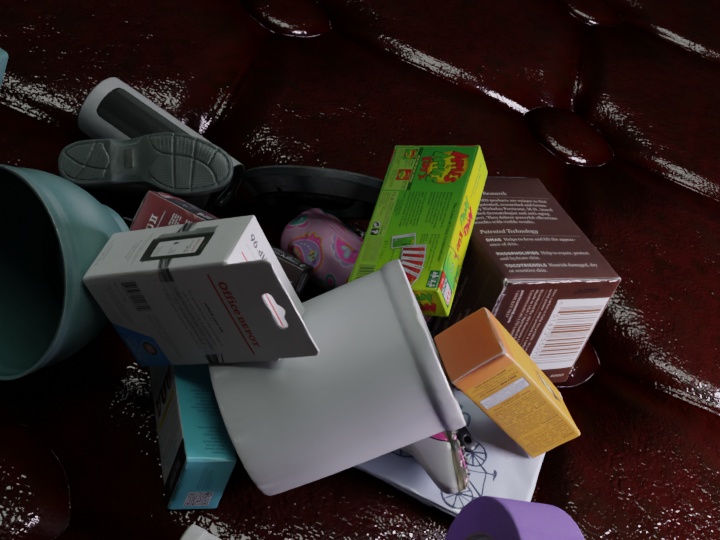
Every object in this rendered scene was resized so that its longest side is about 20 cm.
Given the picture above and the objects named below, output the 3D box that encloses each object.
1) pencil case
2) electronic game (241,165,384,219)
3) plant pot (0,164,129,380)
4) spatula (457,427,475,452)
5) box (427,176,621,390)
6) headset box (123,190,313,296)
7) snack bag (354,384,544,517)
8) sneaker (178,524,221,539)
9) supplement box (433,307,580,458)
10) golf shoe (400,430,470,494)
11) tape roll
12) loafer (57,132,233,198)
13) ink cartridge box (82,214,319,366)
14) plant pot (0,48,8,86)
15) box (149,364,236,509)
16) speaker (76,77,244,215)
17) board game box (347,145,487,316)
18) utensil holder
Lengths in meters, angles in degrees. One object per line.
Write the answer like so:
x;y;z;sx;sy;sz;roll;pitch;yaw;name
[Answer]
0.000;0.000;1.246;0.200;0.088;0.087;33;38;33;pencil case
-0.043;-0.095;1.301;0.199;0.200;0.042;8;83;-20;electronic game
-0.304;-0.005;1.058;0.200;0.201;0.134;44;27;21;plant pot
0.065;0.123;1.197;0.056;0.021;0.200;-12;47;-33;spatula
0.161;0.012;1.274;0.164;0.166;0.200;-2;40;-28;box
-0.158;-0.016;1.167;0.200;0.075;0.149;27;2;0;headset box
0.104;0.190;1.177;0.199;0.021;0.189;26;39;4;snack bag
-0.144;0.298;0.894;0.084;0.073;0.200;25;39;3;sneaker
0.155;0.121;1.127;0.200;0.069;0.067;42;20;-43;supplement box
0.041;0.155;1.129;0.092;0.073;0.200;-27;57;-10;golf shoe
0.126;0.299;0.937;0.065;0.200;0.201;12;42;-17;tape roll
-0.242;-0.118;1.252;0.199;0.063;0.072;3;78;2;loafer
-0.130;0.020;0.968;0.199;0.116;0.068;-5;39;29;ink cartridge box
-0.495;-0.203;1.199;0.141;0.142;0.200;33;34;8;plant pot
-0.167;0.125;1.060;0.049;0.082;0.200;4;45;-23;box
-0.240;-0.147;1.316;0.200;0.081;0.081;35;41;10;speaker
0.065;-0.047;1.177;0.101;0.048;0.200;3;54;23;board game box
-0.023;0.105;1.033;0.199;0.170;0.170;-23;51;2;utensil holder
